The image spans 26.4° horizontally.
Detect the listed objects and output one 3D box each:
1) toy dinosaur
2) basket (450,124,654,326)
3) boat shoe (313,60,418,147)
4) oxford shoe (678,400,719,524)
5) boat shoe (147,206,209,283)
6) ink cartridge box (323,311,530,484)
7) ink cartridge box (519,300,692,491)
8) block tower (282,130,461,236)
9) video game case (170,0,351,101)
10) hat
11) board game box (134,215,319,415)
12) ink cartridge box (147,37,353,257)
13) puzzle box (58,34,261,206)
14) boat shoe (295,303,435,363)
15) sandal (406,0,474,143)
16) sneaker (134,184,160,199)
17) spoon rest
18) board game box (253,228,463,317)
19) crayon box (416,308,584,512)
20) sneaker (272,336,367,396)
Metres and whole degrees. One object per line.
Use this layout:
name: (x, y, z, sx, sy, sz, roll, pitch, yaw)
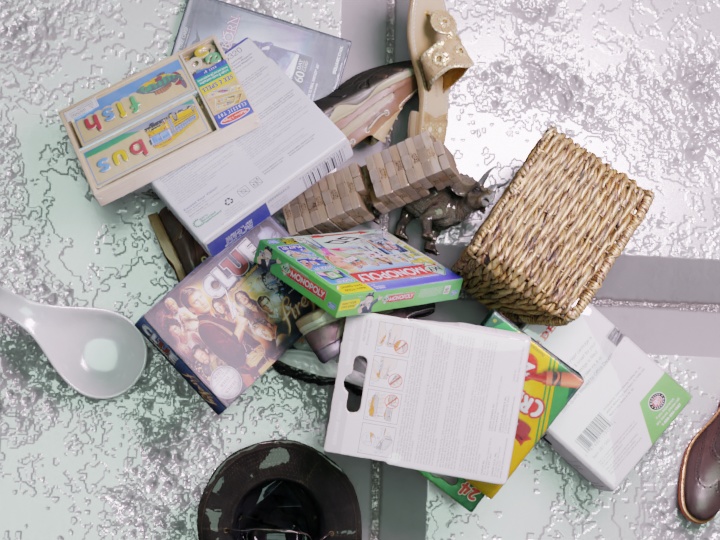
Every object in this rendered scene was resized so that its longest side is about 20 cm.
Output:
toy dinosaur: (0.072, -0.085, 1.786, 0.200, 0.077, 0.102, 20, 75, 28)
basket: (0.214, -0.034, 1.751, 0.149, 0.143, 0.200, 33, 70, 1)
boat shoe: (0.003, -0.182, 1.785, 0.200, 0.076, 0.074, -30, 113, -23)
oxford shoe: (0.431, 0.202, 1.785, 0.071, 0.073, 0.200, 27, 80, -4)
boat shoe: (-0.173, 0.012, 1.734, 0.070, 0.070, 0.200, -22, 86, -6)
ink cartridge box: (0.072, 0.133, 1.647, 0.199, 0.050, 0.161, 10, 94, 4)
ink cartridge box: (0.255, 0.134, 1.765, 0.200, 0.084, 0.146, 43, 81, 0)
block tower: (0.011, -0.093, 1.742, 0.200, 0.058, 0.054, -22, 69, 13)
video game case: (-0.124, -0.231, 1.802, 0.200, 0.019, 0.143, 17, 80, -6)
hat: (-0.089, 0.286, 1.706, 0.200, 0.081, 0.201, 0, 90, -3)
board game box: (-0.130, 0.043, 1.686, 0.136, 0.035, 0.200, 47, 61, -1)
ink cartridge box: (-0.143, -0.139, 1.694, 0.196, 0.043, 0.200, -36, 57, -9)
puzzle box: (-0.223, -0.167, 1.692, 0.200, 0.025, 0.133, -28, 58, -3)
boat shoe: (0.012, 0.063, 1.704, 0.200, 0.072, 0.065, -9, 79, -48)
sandal: (0.101, -0.228, 1.762, 0.078, 0.070, 0.212, -16, 112, -50)
sneaker: (-0.164, -0.138, 1.756, 0.199, 0.078, 0.100, -3, 79, -9)
spoon rest: (-0.334, 0.071, 1.712, 0.200, 0.061, 0.100, 26, 80, -2)
board game box: (0.000, 0.000, 1.685, 0.134, 0.200, 0.029, 32, 115, 36)
crayon box: (0.137, 0.159, 1.694, 0.127, 0.051, 0.200, 37, 95, 0)
sneaker: (0.002, 0.103, 1.746, 0.200, 0.074, 0.080, 18, 75, -4)
